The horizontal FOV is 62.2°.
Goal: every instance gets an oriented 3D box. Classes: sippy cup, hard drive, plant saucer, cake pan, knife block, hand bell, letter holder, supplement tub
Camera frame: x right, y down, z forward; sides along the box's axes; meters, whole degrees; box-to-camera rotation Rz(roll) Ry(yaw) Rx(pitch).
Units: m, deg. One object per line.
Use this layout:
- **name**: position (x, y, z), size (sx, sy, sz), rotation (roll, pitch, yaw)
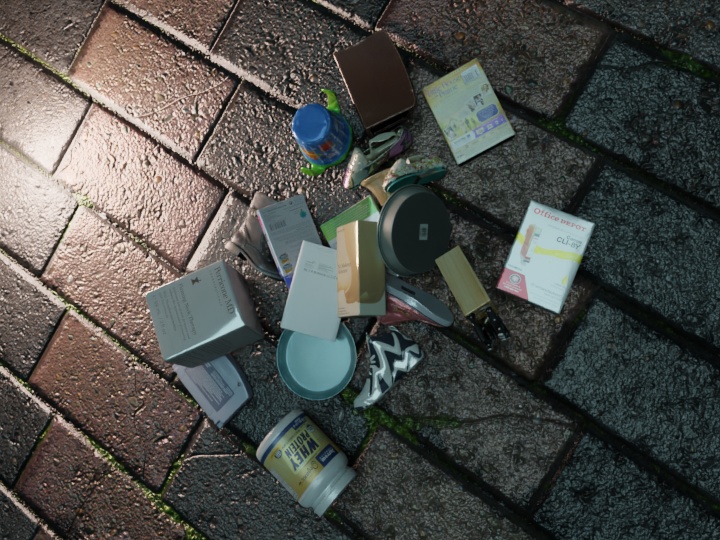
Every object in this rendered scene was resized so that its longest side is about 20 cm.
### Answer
- **sippy cup**: position (-0.097, -0.323, 1.395), size (0.138, 0.130, 0.181), rotation (-21, 80, 11)
- **hard drive**: position (-0.095, 0.047, 1.363), size (0.130, 0.027, 0.204), rotation (15, 89, -4)
- **plant saucer**: position (-0.101, 0.200, 1.404), size (0.196, 0.027, 0.204), rotation (-1, 85, 15)
- **cake pan**: position (0.123, -0.084, 1.293), size (0.036, 0.198, 0.204), rotation (13, 88, 53)
- **knife block**: position (0.236, 0.062, 1.242), size (0.063, 0.176, 0.202), rotation (-31, 100, 9)
- **hand bell**: position (0.086, -0.128, 1.367), size (0.103, 0.104, 0.203), rotation (-23, 93, 11)
- **letter holder**: position (0.045, -0.428, 1.384), size (0.140, 0.101, 0.203), rotation (-24, 80, 9)
- **supplement tub**: position (-0.118, 0.428, 1.327), size (0.199, 0.144, 0.145), rotation (41, 95, 14)

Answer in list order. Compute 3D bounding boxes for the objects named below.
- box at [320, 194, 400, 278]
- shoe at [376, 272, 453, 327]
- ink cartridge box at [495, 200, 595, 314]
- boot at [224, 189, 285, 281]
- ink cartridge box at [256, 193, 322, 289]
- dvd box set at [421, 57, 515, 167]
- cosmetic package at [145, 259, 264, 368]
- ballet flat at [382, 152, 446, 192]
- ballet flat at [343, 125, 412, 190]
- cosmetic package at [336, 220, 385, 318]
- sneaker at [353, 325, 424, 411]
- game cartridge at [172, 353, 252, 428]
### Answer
- **box**: position (0.011, -0.053, 1.393), size (0.143, 0.036, 0.202), rotation (-29, 80, 10)
- **shoe**: position (0.106, 0.089, 1.342), size (0.198, 0.072, 0.092), rotation (29, 119, 0)
- **ink cartridge box**: position (0.389, -0.028, 1.267), size (0.143, 0.083, 0.203), rotation (22, 91, 15)
- **boot**: position (-0.218, -0.085, 1.441), size (0.198, 0.069, 0.176), rotation (33, 85, 8)
- **ink cartridge box**: position (-0.155, -0.066, 1.405), size (0.118, 0.042, 0.203), rotation (-21, 84, -16)
- **dvd box set**: position (0.244, -0.359, 1.360), size (0.145, 0.029, 0.203), rotation (-27, 80, 11)
- **cosmetic package**: position (-0.356, 0.105, 1.385), size (0.197, 0.167, 0.170), rotation (-23, 74, 1)
- **ballet flat**: position (0.110, -0.218, 1.316), size (0.064, 0.198, 0.076), rotation (57, 136, 15)
- **ballet flat**: position (0.029, -0.270, 1.385), size (0.199, 0.071, 0.070), rotation (-35, 49, 9)
- **cosmetic package**: position (0.000, 0.000, 1.300), size (0.070, 0.105, 0.204), rotation (3, 81, -30)
- **sneaker**: position (0.034, 0.209, 1.341), size (0.199, 0.079, 0.130), rotation (-44, 75, 7)
- **game cartridge**: position (-0.358, 0.265, 1.460), size (0.133, 0.041, 0.200), rotation (-45, 76, 10)
